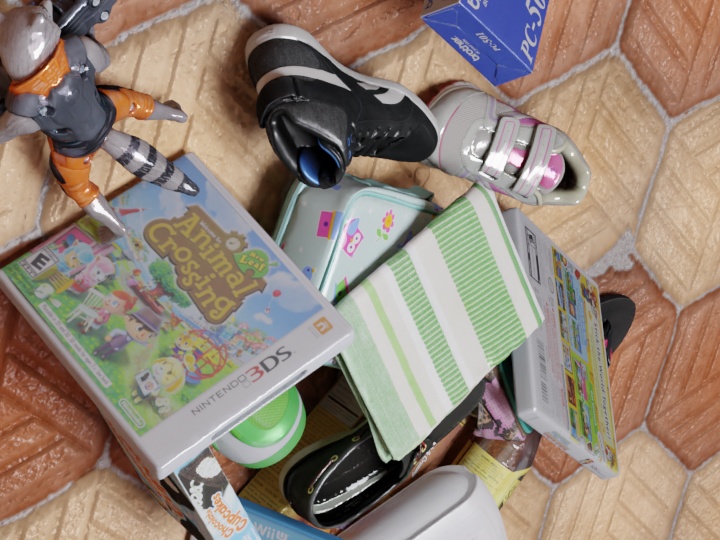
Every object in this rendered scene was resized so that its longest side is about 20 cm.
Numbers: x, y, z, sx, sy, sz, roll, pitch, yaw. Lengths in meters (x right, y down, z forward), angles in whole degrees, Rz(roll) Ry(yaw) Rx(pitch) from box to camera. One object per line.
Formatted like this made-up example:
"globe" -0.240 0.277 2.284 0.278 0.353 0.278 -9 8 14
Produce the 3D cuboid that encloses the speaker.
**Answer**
"speaker" -0.120 0.074 1.392 0.089 0.088 0.200 -48 135 -12

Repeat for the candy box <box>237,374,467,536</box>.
"candy box" -0.005 0.167 1.562 0.200 0.056 0.117 -47 135 -11

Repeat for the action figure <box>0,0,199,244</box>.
"action figure" -0.181 -0.132 1.225 0.201 0.104 0.193 -54 143 -6

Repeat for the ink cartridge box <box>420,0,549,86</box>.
"ink cartridge box" 0.111 -0.255 1.388 0.094 0.044 0.202 38 55 -34

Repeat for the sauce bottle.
"sauce bottle" 0.126 0.181 1.665 0.066 0.066 0.201 31 97 -45

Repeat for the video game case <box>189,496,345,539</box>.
"video game case" -0.092 0.299 1.497 0.018 0.142 0.202 -24 131 -67

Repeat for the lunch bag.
"lunch bag" 0.000 0.000 1.448 0.199 0.077 0.162 14 94 -59

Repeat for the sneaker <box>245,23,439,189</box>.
"sneaker" -0.011 -0.100 1.375 0.073 0.113 0.199 -33 138 32

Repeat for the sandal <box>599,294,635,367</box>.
"sandal" 0.202 0.095 1.717 0.199 0.045 0.076 -34 130 -25

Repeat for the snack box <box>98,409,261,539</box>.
"snack box" -0.150 0.139 1.361 0.037 0.116 0.201 -40 138 -17

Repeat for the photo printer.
"photo printer" 0.047 0.278 1.574 0.199 0.069 0.168 -33 128 -23

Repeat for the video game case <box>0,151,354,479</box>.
"video game case" -0.134 0.027 1.284 0.181 0.200 0.022 -34 158 -24

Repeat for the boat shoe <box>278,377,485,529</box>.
"boat shoe" 0.028 0.146 1.480 0.200 0.063 0.074 -33 123 -14

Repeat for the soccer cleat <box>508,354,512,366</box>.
"soccer cleat" 0.108 0.030 1.599 0.068 0.073 0.201 -30 117 12

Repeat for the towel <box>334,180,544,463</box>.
"towel" 0.061 0.040 1.432 0.200 0.023 0.154 -41 122 -28

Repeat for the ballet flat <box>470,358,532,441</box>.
"ballet flat" 0.098 0.071 1.545 0.070 0.069 0.201 -10 122 13

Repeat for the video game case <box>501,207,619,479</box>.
"video game case" 0.181 0.068 1.605 0.182 0.023 0.202 37 42 -50

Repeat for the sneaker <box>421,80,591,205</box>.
"sneaker" 0.131 -0.105 1.523 0.199 0.088 0.082 10 104 -44
